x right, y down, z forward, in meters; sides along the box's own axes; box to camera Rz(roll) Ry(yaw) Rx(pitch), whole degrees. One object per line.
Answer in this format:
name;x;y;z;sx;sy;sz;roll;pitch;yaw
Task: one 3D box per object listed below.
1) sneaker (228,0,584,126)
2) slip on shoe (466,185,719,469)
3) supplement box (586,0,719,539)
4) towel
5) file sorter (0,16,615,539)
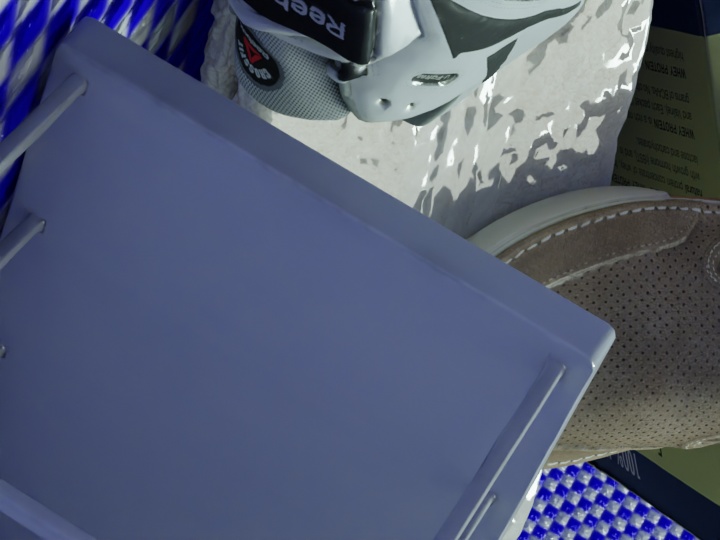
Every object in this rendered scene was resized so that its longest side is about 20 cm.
sneaker;0.000;-0.073;0.579;0.089;0.074;0.200;-50;156;7
slip on shoe;0.102;0.019;0.727;0.061;0.199;0.076;37;-54;54
supplement box;0.151;-0.023;0.892;0.200;0.133;0.201;-147;-135;-72
towel;0.007;-0.013;0.712;0.132;0.034;0.201;2;108;-35
file sorter;-0.058;0.077;0.604;0.125;0.138;0.200;-52;170;-44
